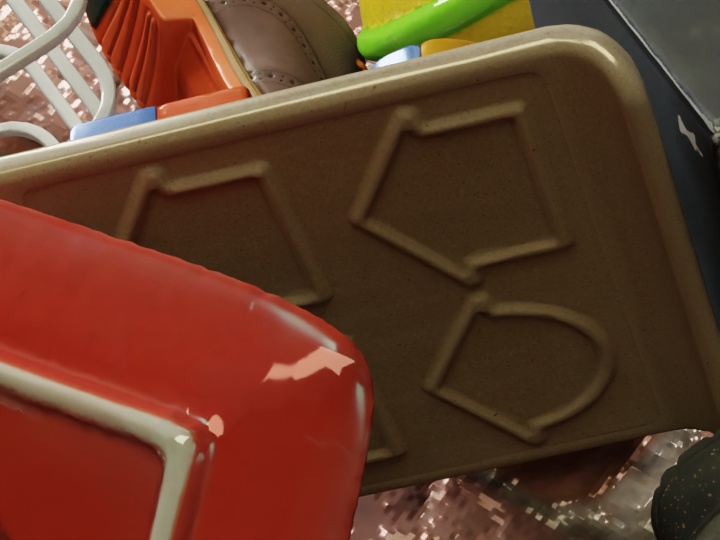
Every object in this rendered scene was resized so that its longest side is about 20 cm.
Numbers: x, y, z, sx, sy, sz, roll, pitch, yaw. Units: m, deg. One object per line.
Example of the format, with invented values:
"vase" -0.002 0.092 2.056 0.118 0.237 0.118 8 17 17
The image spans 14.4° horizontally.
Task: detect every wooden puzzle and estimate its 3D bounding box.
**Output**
"wooden puzzle" 0.000 0.000 0.837 0.199 0.185 0.046 -9 51 13

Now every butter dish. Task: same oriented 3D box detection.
"butter dish" -0.078 0.080 0.779 0.199 0.148 0.201 18 100 23

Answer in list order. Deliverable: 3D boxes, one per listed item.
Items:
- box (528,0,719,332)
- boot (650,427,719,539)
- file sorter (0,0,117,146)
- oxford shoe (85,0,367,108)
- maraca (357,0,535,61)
"box" 0.162 -0.077 0.853 0.198 0.200 0.123 -32 59 -7
"boot" 0.195 0.068 0.830 0.200 0.070 0.132 -38 47 3
"file sorter" -0.143 -0.033 0.897 0.124 0.200 0.139 -32 59 -12
"oxford shoe" -0.018 -0.049 0.955 0.072 0.071 0.200 -22 67 -26
"maraca" 0.084 -0.125 0.937 0.200 0.107 0.137 -31 12 15
